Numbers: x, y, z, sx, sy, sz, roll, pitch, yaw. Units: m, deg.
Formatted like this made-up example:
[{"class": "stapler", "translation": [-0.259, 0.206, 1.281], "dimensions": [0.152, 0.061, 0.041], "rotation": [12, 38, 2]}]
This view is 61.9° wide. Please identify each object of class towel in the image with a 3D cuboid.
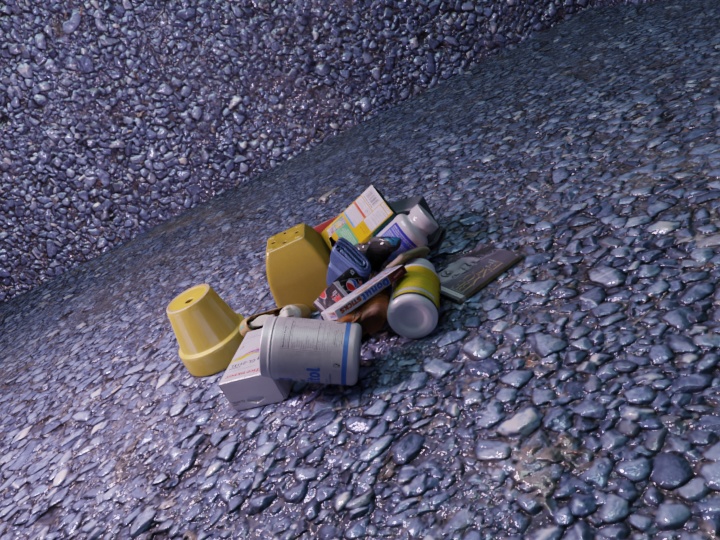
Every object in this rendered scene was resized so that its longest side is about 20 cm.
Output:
[{"class": "towel", "translation": [-0.027, 0.005, 1.469], "dimensions": [0.049, 0.112, 0.200], "rotation": [-41, -14, -26]}]

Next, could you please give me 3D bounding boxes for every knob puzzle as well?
[{"class": "knob puzzle", "translation": [0.086, -0.008, 1.475], "dimensions": [0.219, 0.030, 0.220], "rotation": [-34, -14, -10]}]

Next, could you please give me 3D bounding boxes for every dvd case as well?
[{"class": "dvd case", "translation": [0.265, 0.003, 1.439], "dimensions": [0.200, 0.016, 0.149], "rotation": [-34, 26, -17]}]

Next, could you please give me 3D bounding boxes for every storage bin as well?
[{"class": "storage bin", "translation": [0.116, -0.117, 1.684], "dimensions": [0.199, 0.135, 0.146], "rotation": [-11, 28, 31]}]

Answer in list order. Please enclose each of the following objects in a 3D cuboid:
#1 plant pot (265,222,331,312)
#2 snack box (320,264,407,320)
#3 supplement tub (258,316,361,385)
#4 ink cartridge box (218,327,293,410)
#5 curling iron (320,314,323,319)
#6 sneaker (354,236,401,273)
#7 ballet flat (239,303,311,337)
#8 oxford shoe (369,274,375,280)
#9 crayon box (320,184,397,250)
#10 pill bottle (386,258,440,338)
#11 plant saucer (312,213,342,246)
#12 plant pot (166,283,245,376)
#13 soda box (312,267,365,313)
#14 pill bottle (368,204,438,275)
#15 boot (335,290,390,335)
[{"class": "plant pot", "translation": [-0.166, -0.012, 1.668], "dimensions": [0.194, 0.200, 0.196], "rotation": [-23, 23, 6]}, {"class": "snack box", "translation": [0.009, 0.048, 1.303], "dimensions": [0.200, 0.024, 0.072], "rotation": [-33, 7, -27]}, {"class": "supplement tub", "translation": [-0.100, 0.167, 1.250], "dimensions": [0.199, 0.132, 0.132], "rotation": [4, 29, 3]}, {"class": "ink cartridge box", "translation": [-0.221, 0.218, 1.403], "dimensions": [0.145, 0.083, 0.200], "rotation": [-17, 26, 20]}, {"class": "curling iron", "translation": [-0.067, 0.098, 1.407], "dimensions": [0.049, 0.026, 0.200], "rotation": [-30, 2, -18]}, {"class": "sneaker", "translation": [0.043, -0.035, 1.451], "dimensions": [0.073, 0.082, 0.200], "rotation": [3, -10, -21]}, {"class": "ballet flat", "translation": [-0.212, 0.127, 1.545], "dimensions": [0.199, 0.069, 0.063], "rotation": [-17, -16, -25]}, {"class": "oxford shoe", "translation": [0.000, 0.000, 1.633], "dimensions": [0.071, 0.074, 0.200], "rotation": [-27, 23, 3]}, {"class": "crayon box", "translation": [-0.001, -0.120, 1.643], "dimensions": [0.200, 0.052, 0.126], "rotation": [-42, 53, 12]}, {"class": "pill bottle", "translation": [0.125, 0.054, 1.357], "dimensions": [0.112, 0.112, 0.200], "rotation": [-17, 26, 19]}, {"class": "plant saucer", "translation": [-0.076, -0.092, 1.814], "dimensions": [0.199, 0.200, 0.037], "rotation": [-26, 67, 0]}, {"class": "plant pot", "translation": [-0.414, 0.149, 1.603], "dimensions": [0.200, 0.189, 0.201], "rotation": [-21, 25, 11]}, {"class": "soda box", "translation": [-0.051, 0.063, 1.459], "dimensions": [0.063, 0.071, 0.200], "rotation": [-41, -2, -26]}, {"class": "pill bottle", "translation": [0.104, -0.076, 1.567], "dimensions": [0.200, 0.112, 0.112], "rotation": [-42, 21, 15]}, {"class": "boot", "translation": [-0.016, 0.120, 1.432], "dimensions": [0.199, 0.074, 0.155], "rotation": [-20, 17, 18]}]
